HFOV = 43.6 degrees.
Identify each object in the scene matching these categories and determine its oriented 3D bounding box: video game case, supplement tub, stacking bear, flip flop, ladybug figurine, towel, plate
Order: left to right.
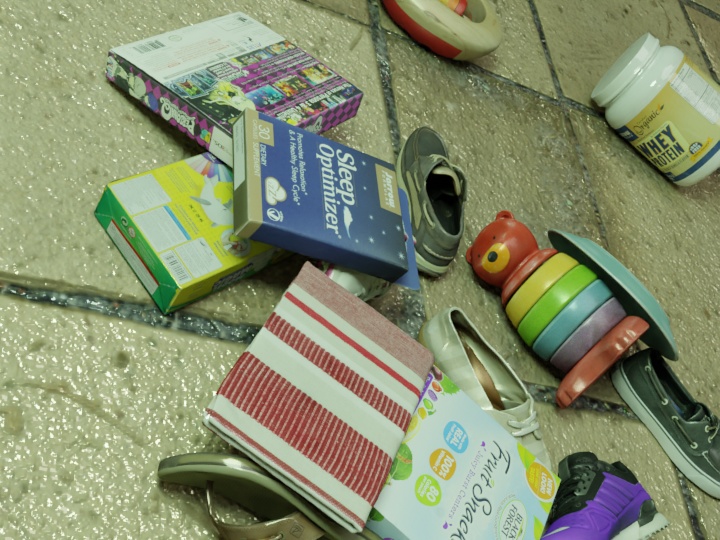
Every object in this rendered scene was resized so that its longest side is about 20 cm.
[{"bbox_3d":[-0.120,-0.187,0.905,0.180,0.036,0.200,35,39,15],"label":"video game case"},{"bbox_3d":[-0.063,0.194,0.672,0.199,0.081,0.058,36,57,-16],"label":"flip flop"},{"bbox_3d":[-0.025,0.092,0.708,0.143,0.023,0.201,36,39,-4],"label":"towel"},{"bbox_3d":[0.099,-0.351,1.206,0.199,0.072,0.136,35,44,-10],"label":"ladybug figurine"},{"bbox_3d":[0.199,0.027,0.970,0.200,0.122,0.113,47,28,16],"label":"stacking bear"},{"bbox_3d":[0.287,0.020,1.006,0.200,0.026,0.200,47,1,-1],"label":"plate"},{"bbox_3d":[0.456,-0.239,1.336,0.200,0.144,0.145,40,43,-3],"label":"supplement tub"}]

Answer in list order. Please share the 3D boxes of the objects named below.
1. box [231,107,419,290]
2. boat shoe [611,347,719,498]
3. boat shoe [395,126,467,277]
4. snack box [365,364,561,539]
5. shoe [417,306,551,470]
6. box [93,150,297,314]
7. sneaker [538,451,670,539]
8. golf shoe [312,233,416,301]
[{"bbox_3d":[-0.022,-0.061,0.810,0.198,0.032,0.122,18,51,-33],"label":"box"},{"bbox_3d":[0.369,0.173,1.016,0.200,0.057,0.069,47,43,3],"label":"boat shoe"},{"bbox_3d":[0.088,-0.088,0.994,0.074,0.073,0.202,18,49,-25],"label":"boat shoe"},{"bbox_3d":[0.061,0.183,0.770,0.200,0.068,0.169,42,42,-4],"label":"snack box"},{"bbox_3d":[0.126,0.125,0.874,0.070,0.053,0.201,-21,72,-44],"label":"shoe"},{"bbox_3d":[-0.128,-0.050,0.824,0.199,0.048,0.118,-27,75,-43],"label":"box"},{"bbox_3d":[0.207,0.225,0.848,0.199,0.069,0.100,0,59,-47],"label":"sneaker"},{"bbox_3d":[0.000,0.000,0.863,0.091,0.075,0.201,38,44,-11],"label":"golf shoe"}]
